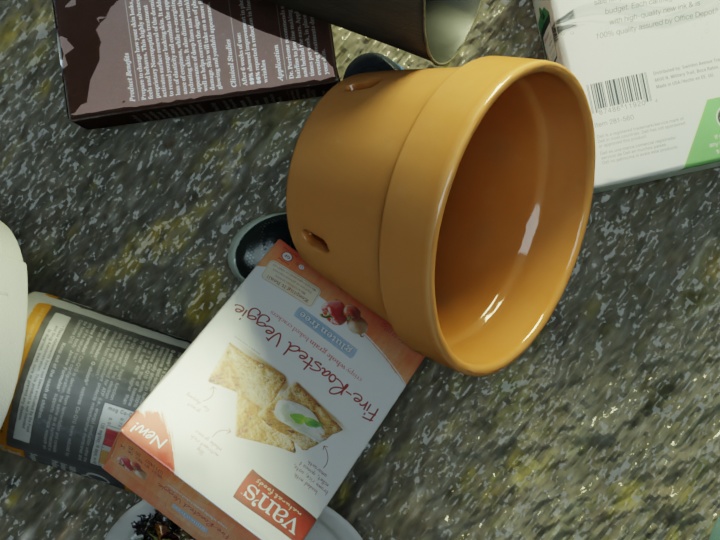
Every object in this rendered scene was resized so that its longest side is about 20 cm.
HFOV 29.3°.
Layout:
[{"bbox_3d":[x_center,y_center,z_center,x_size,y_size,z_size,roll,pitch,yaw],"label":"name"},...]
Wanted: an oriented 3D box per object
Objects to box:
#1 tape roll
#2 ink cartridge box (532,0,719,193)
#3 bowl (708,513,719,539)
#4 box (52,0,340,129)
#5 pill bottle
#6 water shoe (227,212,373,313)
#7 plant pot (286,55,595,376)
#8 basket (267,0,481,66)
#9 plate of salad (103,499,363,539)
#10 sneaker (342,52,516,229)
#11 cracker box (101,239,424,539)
[{"bbox_3d":[-0.294,0.055,0.955,0.037,0.202,0.205,17,89,-39],"label":"tape roll"},{"bbox_3d":[0.209,-0.169,1.006,0.144,0.084,0.202,-11,89,-1],"label":"ink cartridge box"},{"bbox_3d":[0.356,0.236,0.992,0.198,0.105,0.203,0,89,1],"label":"bowl"},{"bbox_3d":[-0.118,-0.168,1.011,0.198,0.075,0.101,-7,89,-2],"label":"box"},{"bbox_3d":[-0.162,0.098,0.984,0.198,0.116,0.118,19,89,-1],"label":"pill bottle"},{"bbox_3d":[0.000,0.000,1.005,0.198,0.079,0.072,13,89,0],"label":"water shoe"},{"bbox_3d":[0.046,-0.049,0.896,0.139,0.200,0.202,19,89,34],"label":"plant pot"},{"bbox_3d":[-0.023,-0.231,0.906,0.198,0.180,0.137,18,82,15],"label":"basket"},{"bbox_3d":[-0.088,0.226,0.972,0.198,0.048,0.202,1,127,1],"label":"plate of salad"},{"bbox_3d":[0.062,-0.078,1.018,0.066,0.078,0.201,-41,86,29],"label":"sneaker"},{"bbox_3d":[-0.059,0.090,0.918,0.133,0.058,0.200,36,51,1],"label":"cracker box"}]
